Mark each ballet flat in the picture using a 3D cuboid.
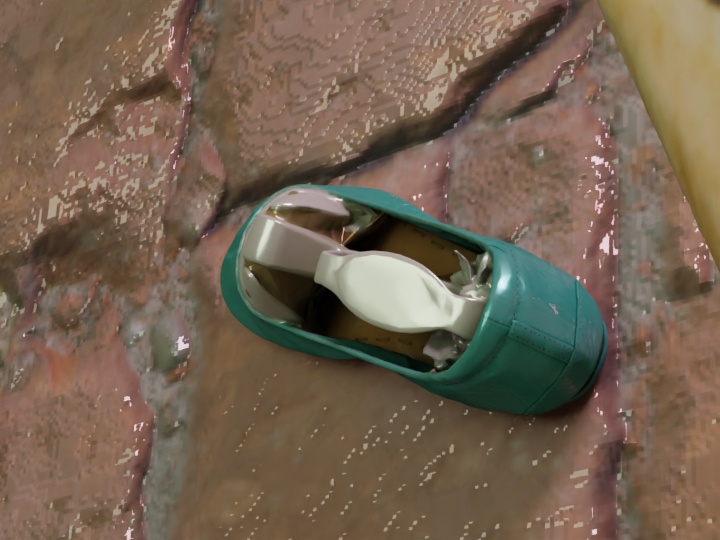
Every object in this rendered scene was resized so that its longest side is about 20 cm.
[{"bbox_3d":[0.000,0.000,0.835,0.199,0.070,0.068,17,82,47],"label":"ballet flat"}]

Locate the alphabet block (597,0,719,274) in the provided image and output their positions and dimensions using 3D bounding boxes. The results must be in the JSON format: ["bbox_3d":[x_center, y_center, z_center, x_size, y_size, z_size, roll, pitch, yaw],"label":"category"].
[{"bbox_3d":[0.191,-0.058,0.574,0.195,0.196,0.201,-40,39,20],"label":"alphabet block"}]
